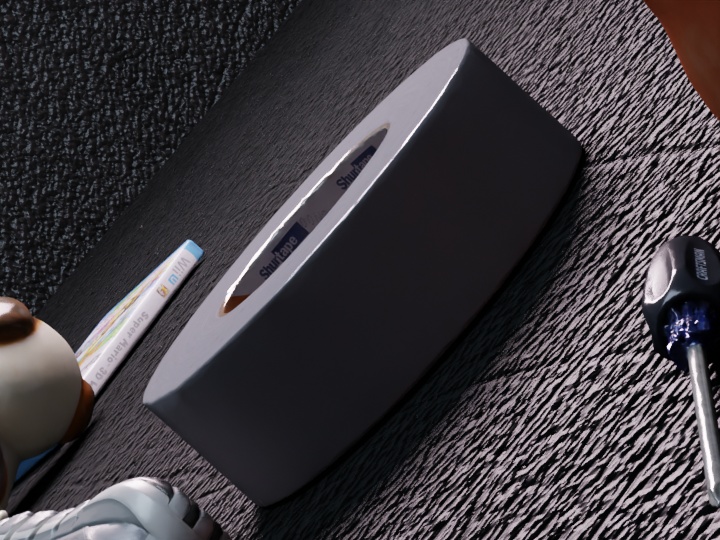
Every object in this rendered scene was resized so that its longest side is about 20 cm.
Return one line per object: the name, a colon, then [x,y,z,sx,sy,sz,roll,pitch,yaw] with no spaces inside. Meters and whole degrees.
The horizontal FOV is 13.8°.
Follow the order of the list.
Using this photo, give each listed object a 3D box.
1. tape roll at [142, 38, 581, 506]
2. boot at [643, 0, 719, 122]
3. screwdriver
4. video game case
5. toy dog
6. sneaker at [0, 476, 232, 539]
tape roll: [0.000,0.000,1.220,0.200,0.066,0.200,-47,8,8]
boot: [0.143,-0.116,0.859,0.075,0.107,0.200,-41,9,50]
screwdriver: [0.084,0.023,0.760,0.028,0.029,0.200,-46,3,14]
video game case: [-0.194,0.074,2.089,0.143,0.018,0.200,-40,12,50]
toy dog: [-0.262,0.107,1.885,0.194,0.140,0.200,-12,35,55]
sneaker: [-0.135,0.155,1.184,0.200,0.075,0.116,-36,17,54]
